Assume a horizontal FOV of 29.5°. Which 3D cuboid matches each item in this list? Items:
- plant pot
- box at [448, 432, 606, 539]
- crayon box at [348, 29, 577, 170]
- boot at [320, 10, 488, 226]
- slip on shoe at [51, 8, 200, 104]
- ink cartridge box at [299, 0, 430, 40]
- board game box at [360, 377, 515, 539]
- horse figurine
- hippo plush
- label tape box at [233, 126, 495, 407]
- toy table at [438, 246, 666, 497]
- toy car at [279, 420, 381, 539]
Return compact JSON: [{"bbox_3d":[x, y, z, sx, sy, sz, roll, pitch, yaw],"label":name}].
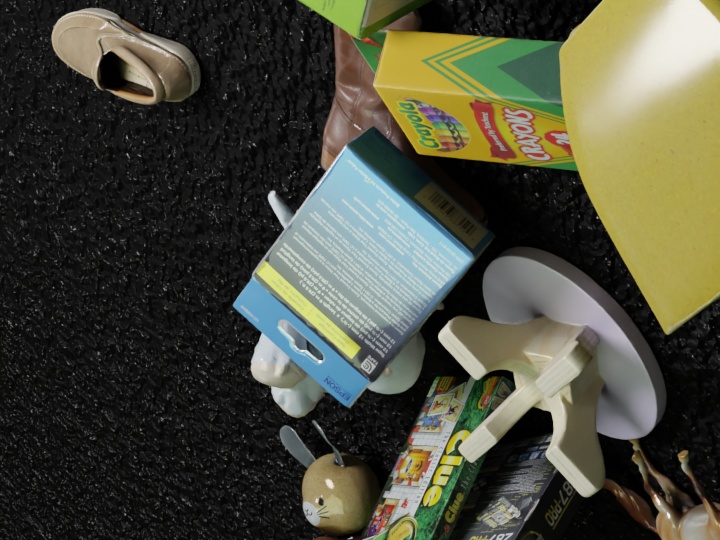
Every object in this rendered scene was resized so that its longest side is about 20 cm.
[{"bbox_3d":[0.246,-0.117,0.899,0.201,0.195,0.194,53,140,9],"label":"plant pot"},{"bbox_3d":[0.115,0.226,1.281,0.199,0.161,0.049,-19,111,47],"label":"box"},{"bbox_3d":[0.094,-0.129,1.049,0.197,0.052,0.127,8,164,23],"label":"crayon box"},{"bbox_3d":[0.042,-0.147,1.168,0.185,0.064,0.202,27,129,24],"label":"boot"},{"bbox_3d":[-0.252,-0.212,1.392,0.198,0.060,0.077,24,133,29],"label":"slip on shoe"},{"bbox_3d":[0.035,-0.292,0.998,0.075,0.147,0.202,34,136,21],"label":"ink cartridge box"},{"bbox_3d":[0.067,0.189,1.267,0.023,0.202,0.104,39,155,-28],"label":"board game box"},{"bbox_3d":[0.287,0.207,1.175,0.199,0.050,0.134,-8,112,62],"label":"horse figurine"},{"bbox_3d":[0.001,0.044,1.308,0.158,0.159,0.203,3,79,22],"label":"hippo plush"},{"bbox_3d":[0.000,0.000,1.182,0.143,0.066,0.201,41,123,4],"label":"label tape box"},{"bbox_3d":[0.159,0.089,1.178,0.199,0.117,0.185,39,138,14],"label":"toy table"},{"bbox_3d":[-0.033,0.259,1.469,0.164,0.156,0.202,-20,93,59],"label":"toy car"}]
